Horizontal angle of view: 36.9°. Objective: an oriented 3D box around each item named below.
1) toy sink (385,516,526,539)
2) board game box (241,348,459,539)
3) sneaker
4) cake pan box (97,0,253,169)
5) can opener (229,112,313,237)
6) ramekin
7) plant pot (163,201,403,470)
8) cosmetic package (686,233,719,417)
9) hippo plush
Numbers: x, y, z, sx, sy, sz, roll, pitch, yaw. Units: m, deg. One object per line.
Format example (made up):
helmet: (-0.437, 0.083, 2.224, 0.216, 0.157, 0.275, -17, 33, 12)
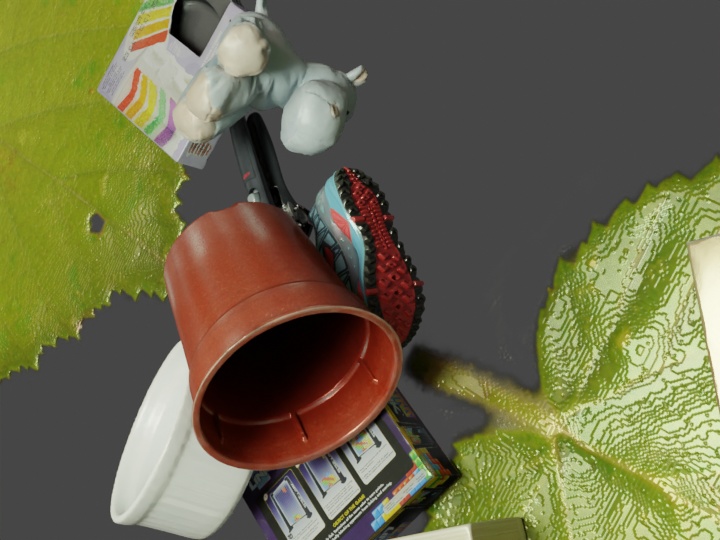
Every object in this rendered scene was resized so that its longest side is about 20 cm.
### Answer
toy sink: (0.085, 0.333, 0.962, 0.130, 0.112, 0.200, -19, 73, 31)
board game box: (-0.022, 0.205, 1.088, 0.200, 0.057, 0.165, -47, 59, 20)
sneaker: (0.000, 0.000, 1.104, 0.096, 0.079, 0.200, -39, 58, 43)
cake pan box: (-0.206, -0.250, 1.281, 0.184, 0.052, 0.200, 42, 106, 29)
can opener: (-0.108, -0.096, 1.184, 0.079, 0.063, 0.200, -30, 68, 28)
ramekin: (-0.175, 0.180, 1.120, 0.201, 0.098, 0.201, -54, 21, 31)
plant pot: (-0.089, 0.048, 1.025, 0.201, 0.201, 0.195, -49, 44, 18)
cosmetic package: (0.321, 0.071, 0.845, 0.071, 0.105, 0.200, -15, 73, 32)
hippo plush: (-0.092, -0.181, 1.136, 0.159, 0.161, 0.200, -49, 16, 28)
